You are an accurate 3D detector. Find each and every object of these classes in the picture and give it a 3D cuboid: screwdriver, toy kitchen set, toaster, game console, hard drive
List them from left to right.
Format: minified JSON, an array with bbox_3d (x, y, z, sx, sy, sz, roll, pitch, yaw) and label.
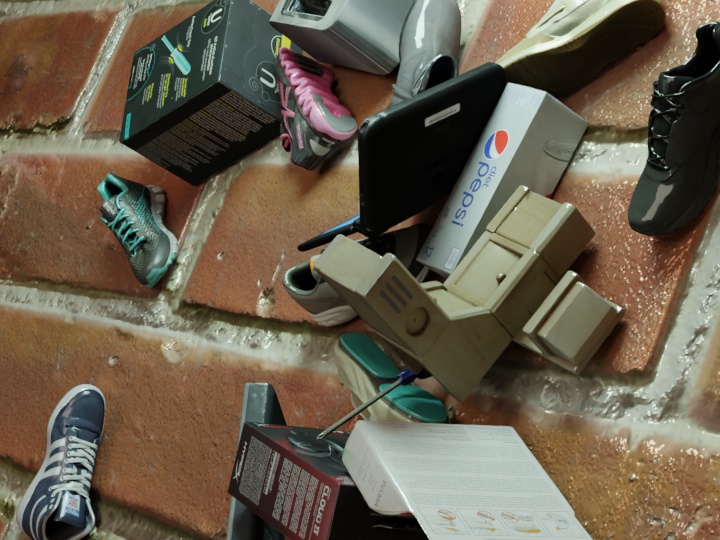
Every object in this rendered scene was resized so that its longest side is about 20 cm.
[{"bbox_3d":[-0.099,0.231,1.629,0.033,0.140,0.201,0,58,8],"label":"hard drive"},{"bbox_3d":[0.006,-0.327,1.911,0.200,0.119,0.181,23,85,55],"label":"toaster"},{"bbox_3d":[0.024,0.110,1.540,0.200,0.028,0.029,-29,32,-35],"label":"screwdriver"},{"bbox_3d":[0.038,-0.111,1.623,0.116,0.200,0.176,25,129,37],"label":"game console"},{"bbox_3d":[0.112,-0.002,1.446,0.200,0.180,0.163,-51,41,-9],"label":"toy kitchen set"}]

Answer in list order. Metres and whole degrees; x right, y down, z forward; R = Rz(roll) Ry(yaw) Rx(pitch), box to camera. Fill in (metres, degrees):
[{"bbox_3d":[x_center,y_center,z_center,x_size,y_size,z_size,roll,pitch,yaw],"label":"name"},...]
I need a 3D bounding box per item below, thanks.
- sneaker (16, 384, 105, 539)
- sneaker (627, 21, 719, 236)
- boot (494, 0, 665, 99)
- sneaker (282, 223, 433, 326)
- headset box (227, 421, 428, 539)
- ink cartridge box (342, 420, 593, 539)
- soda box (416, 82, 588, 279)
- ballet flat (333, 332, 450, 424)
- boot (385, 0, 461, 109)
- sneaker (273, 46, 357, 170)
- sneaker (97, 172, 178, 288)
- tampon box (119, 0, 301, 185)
[{"bbox_3d":[-0.345,0.242,1.980,0.108,0.070,0.201,24,92,61],"label":"sneaker"},{"bbox_3d":[0.280,-0.127,1.437,0.076,0.091,0.200,25,87,54],"label":"sneaker"},{"bbox_3d":[0.207,-0.264,1.650,0.200,0.072,0.155,-29,45,30],"label":"boot"},{"bbox_3d":[0.000,0.000,1.713,0.200,0.079,0.074,-26,45,38],"label":"sneaker"},{"bbox_3d":[-0.006,0.206,1.495,0.200,0.148,0.077,22,101,57],"label":"headset box"},{"bbox_3d":[0.093,0.198,1.372,0.200,0.160,0.050,57,135,52],"label":"ink cartridge box"},{"bbox_3d":[0.138,-0.077,1.600,0.063,0.068,0.200,23,84,55],"label":"soda box"},{"bbox_3d":[0.027,0.129,1.607,0.070,0.069,0.200,-55,33,7],"label":"ballet flat"},{"bbox_3d":[0.079,-0.214,1.744,0.132,0.070,0.201,163,121,-77],"label":"boot"},{"bbox_3d":[-0.073,-0.191,1.962,0.096,0.079,0.200,-57,31,25],"label":"sneaker"},{"bbox_3d":[-0.296,-0.054,2.120,0.078,0.091,0.200,-48,36,18],"label":"sneaker"},{"bbox_3d":[-0.187,-0.228,2.077,0.200,0.126,0.150,-25,48,39],"label":"tampon box"}]
